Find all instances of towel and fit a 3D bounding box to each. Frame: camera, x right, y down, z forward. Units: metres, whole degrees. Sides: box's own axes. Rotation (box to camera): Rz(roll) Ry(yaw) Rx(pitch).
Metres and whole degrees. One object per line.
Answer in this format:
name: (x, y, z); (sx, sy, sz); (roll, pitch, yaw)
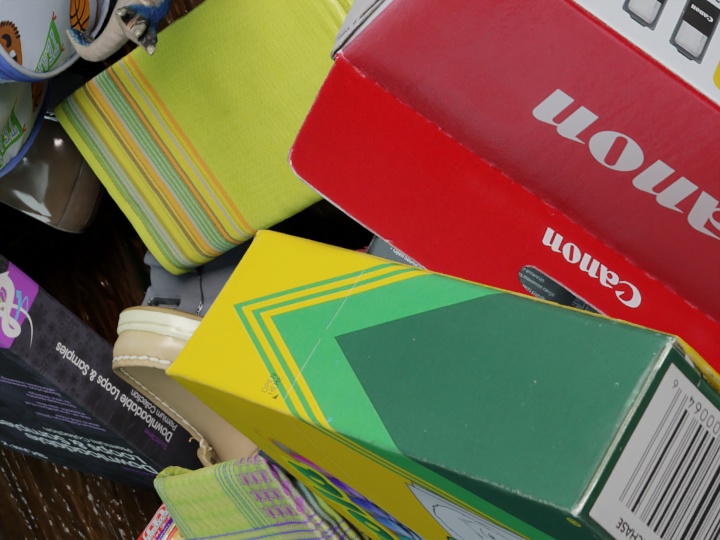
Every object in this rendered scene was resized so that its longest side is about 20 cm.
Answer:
towel: (0.004, 0.150, 1.037); (0.200, 0.023, 0.144); (52, 155, -8)
towel: (-0.045, -0.058, 0.999); (0.086, 0.018, 0.200); (55, 146, -7)

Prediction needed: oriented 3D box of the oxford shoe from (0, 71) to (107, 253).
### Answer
oxford shoe: (-0.186, -0.047, 1.167); (0.200, 0.073, 0.085); (6, 84, 46)

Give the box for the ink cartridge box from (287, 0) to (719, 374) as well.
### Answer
ink cartridge box: (0.103, -0.054, 0.774); (0.200, 0.176, 0.084); (33, 145, -12)

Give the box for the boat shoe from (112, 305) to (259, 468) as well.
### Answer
boat shoe: (-0.023, 0.084, 1.091); (0.200, 0.066, 0.074); (34, 160, -23)

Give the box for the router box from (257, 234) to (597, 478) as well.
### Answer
router box: (0.084, 0.050, 0.916); (0.200, 0.052, 0.157); (33, 123, 6)

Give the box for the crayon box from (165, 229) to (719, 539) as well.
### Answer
crayon box: (0.067, 0.075, 0.775); (0.172, 0.058, 0.200); (14, 158, 48)

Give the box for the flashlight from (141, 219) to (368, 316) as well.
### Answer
flashlight: (0.000, 0.000, 1.060); (0.200, 0.068, 0.068); (6, 91, 47)

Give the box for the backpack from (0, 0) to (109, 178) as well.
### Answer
backpack: (-0.181, -0.122, 1.026); (0.154, 0.200, 0.191); (3, 117, 23)

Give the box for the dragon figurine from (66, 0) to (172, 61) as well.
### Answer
dragon figurine: (-0.062, -0.133, 0.912); (0.059, 0.099, 0.200); (38, 161, 12)

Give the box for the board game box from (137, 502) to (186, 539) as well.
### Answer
board game box: (-0.072, 0.217, 1.119); (0.151, 0.200, 0.046); (36, 177, -12)

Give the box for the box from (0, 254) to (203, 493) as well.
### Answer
box: (-0.162, 0.040, 1.204); (0.143, 0.036, 0.200); (12, 160, 38)
